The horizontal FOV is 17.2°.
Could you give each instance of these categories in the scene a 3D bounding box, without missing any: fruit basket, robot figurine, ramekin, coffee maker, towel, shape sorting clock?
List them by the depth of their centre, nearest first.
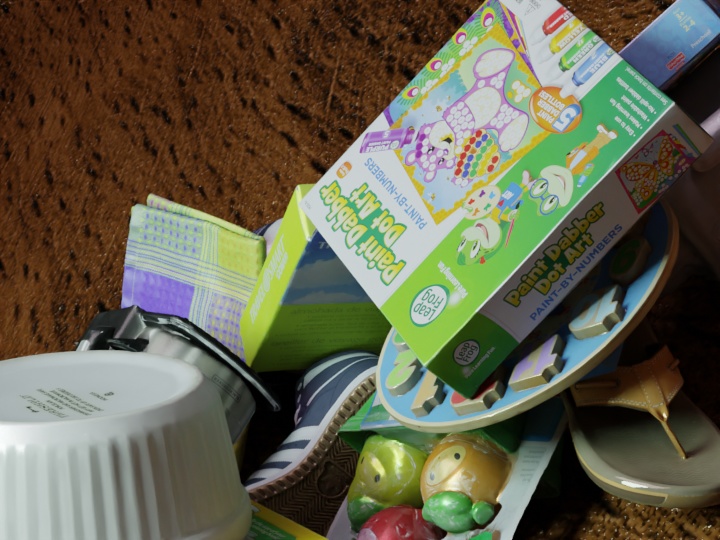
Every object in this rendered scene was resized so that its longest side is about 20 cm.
[{"bbox_3d":[0.092,0.017,1.364,0.200,0.039,0.200,-29,31,19],"label":"shape sorting clock"},{"bbox_3d":[-0.165,0.110,1.377,0.202,0.094,0.202,-2,12,0],"label":"ramekin"},{"bbox_3d":[0.032,0.142,1.411,0.185,0.094,0.200,-10,41,53],"label":"fruit basket"},{"bbox_3d":[0.231,-0.072,1.443,0.200,0.113,0.170,-42,-12,3],"label":"robot figurine"},{"bbox_3d":[-0.169,0.139,1.580,0.200,0.135,0.192,-57,7,-19],"label":"coffee maker"},{"bbox_3d":[-0.128,0.057,1.724,0.144,0.023,0.200,20,105,40],"label":"towel"}]

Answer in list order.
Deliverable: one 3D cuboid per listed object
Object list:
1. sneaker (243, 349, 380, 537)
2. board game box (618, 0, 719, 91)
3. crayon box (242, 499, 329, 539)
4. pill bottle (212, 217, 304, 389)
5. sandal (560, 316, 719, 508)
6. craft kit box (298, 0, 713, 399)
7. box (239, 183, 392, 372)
[{"bbox_3d":[-0.041,0.133,1.582,0.200,0.070,0.109,-45,16,1],"label":"sneaker"},{"bbox_3d":[0.165,-0.112,1.472,0.151,0.037,0.200,-42,-2,13],"label":"board game box"},{"bbox_3d":[-0.088,0.183,1.387,0.119,0.058,0.200,-9,13,-29],"label":"crayon box"},{"bbox_3d":[-0.060,0.024,1.753,0.200,0.116,0.116,-23,28,41],"label":"pill bottle"},{"bbox_3d":[0.150,0.061,1.333,0.080,0.054,0.200,-11,39,-7],"label":"sandal"},{"bbox_3d":[0.076,-0.055,1.355,0.198,0.048,0.200,-49,36,7],"label":"craft kit box"},{"bbox_3d":[0.000,0.000,1.560,0.200,0.122,0.048,117,145,-56],"label":"box"}]
